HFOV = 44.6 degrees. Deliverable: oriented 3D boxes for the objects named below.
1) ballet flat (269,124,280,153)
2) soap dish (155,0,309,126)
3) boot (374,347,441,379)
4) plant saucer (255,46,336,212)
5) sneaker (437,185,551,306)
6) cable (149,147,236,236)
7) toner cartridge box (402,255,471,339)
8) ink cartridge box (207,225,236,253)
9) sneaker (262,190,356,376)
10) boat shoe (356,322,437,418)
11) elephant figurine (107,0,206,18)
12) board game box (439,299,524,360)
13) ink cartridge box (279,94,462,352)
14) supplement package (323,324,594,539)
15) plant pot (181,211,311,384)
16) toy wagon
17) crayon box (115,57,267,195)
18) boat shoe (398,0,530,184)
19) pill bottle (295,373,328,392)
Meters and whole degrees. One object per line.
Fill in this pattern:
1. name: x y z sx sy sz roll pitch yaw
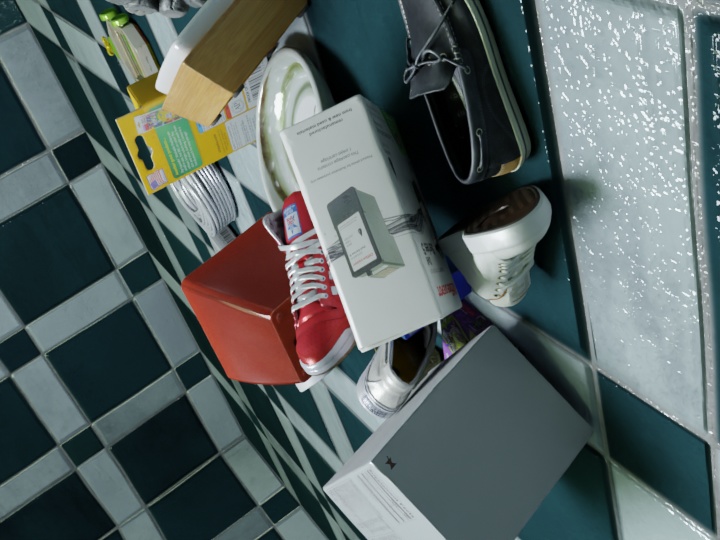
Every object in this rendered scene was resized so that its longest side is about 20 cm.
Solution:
1. ballet flat: -0.061 -0.107 1.112 0.063 0.068 0.203 7 128 30
2. soap dish: -0.140 -0.241 0.938 0.081 0.158 0.200 39 166 -13
3. boot: 0.099 0.190 1.169 0.202 0.065 0.175 64 174 -19
4. plant saucer: -0.061 -0.145 0.980 0.199 0.049 0.204 28 121 59
5. sneaker: 0.127 -0.015 0.738 0.085 0.072 0.200 55 174 -2
6. cable: -0.308 -0.164 1.652 0.200 0.069 0.202 39 156 44
7. toner cartridge box: 0.023 -0.016 0.966 0.200 0.094 0.044 40 156 42
8. ink cartridge box: -0.238 0.009 1.817 0.163 0.050 0.201 51 170 20
9. sneaker: -0.047 -0.001 0.835 0.113 0.070 0.201 54 -155 -29
10. boat shoe: 0.055 0.073 0.954 0.071 0.201 0.070 39 126 -4
11. elephant figurine: -0.218 -0.386 0.933 0.153 0.141 0.204 -1 89 32
12. board game box: 0.140 0.126 1.001 0.120 0.032 0.202 39 154 36
13. ink cartridge box: 0.016 -0.041 0.800 0.145 0.083 0.203 -7 -104 -76
14. supplement package: 0.092 0.194 0.893 0.147 0.191 0.200 45 155 4
15. plant pot: -0.118 0.059 1.341 0.175 0.199 0.202 18 139 46
16. toy wagon: -0.424 -0.402 1.607 0.200 0.039 0.157 37 153 50
17. crayon box: -0.201 -0.195 1.084 0.052 0.198 0.127 48 161 36
18. boat shoe: 0.064 -0.158 0.667 0.202 0.062 0.074 64 163 -15
19. pill bottle: -0.133 0.116 1.597 0.202 0.103 0.104 57 163 1
